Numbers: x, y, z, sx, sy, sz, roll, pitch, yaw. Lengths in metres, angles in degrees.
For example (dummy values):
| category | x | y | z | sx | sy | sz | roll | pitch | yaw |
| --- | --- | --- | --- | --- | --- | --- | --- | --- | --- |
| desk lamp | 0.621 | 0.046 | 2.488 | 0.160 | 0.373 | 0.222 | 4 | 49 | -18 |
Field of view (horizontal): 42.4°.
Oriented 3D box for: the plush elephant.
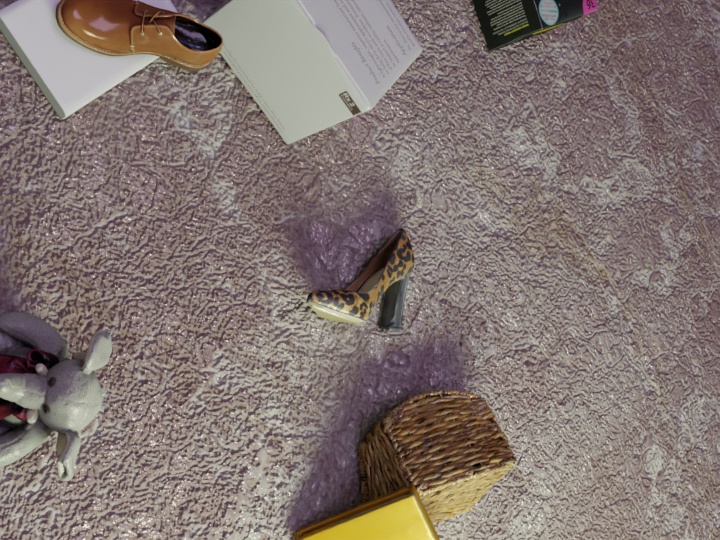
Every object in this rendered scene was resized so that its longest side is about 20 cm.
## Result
| category | x | y | z | sx | sy | sz | roll | pitch | yaw |
| --- | --- | --- | --- | --- | --- | --- | --- | --- | --- |
| plush elephant | -0.333 | 0.126 | 0.956 | 0.197 | 0.154 | 0.168 | 15 | 76 | -33 |

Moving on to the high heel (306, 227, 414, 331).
| category | x | y | z | sx | sy | sz | roll | pitch | yaw |
| --- | --- | --- | --- | --- | --- | --- | --- | --- | --- |
| high heel | 0.000 | 0.000 | 1.256 | 0.198 | 0.070 | 0.146 | 14 | 83 | -50 |

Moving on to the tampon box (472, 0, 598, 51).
| category | x | y | z | sx | sy | sz | roll | pitch | yaw |
| --- | --- | --- | --- | --- | --- | --- | --- | --- | --- |
| tampon box | 0.260 | -0.476 | 1.468 | 0.148 | 0.125 | 0.203 | -26 | 100 | -34 |

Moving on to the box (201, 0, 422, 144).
| category | x | y | z | sx | sy | sz | roll | pitch | yaw |
| --- | --- | --- | --- | --- | --- | --- | --- | --- | --- |
| box | -0.064 | -0.295 | 1.172 | 0.200 | 0.198 | 0.131 | 53 | 57 | -19 |

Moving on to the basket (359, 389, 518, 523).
| category | x | y | z | sx | sy | sz | roll | pitch | yaw |
| --- | --- | --- | --- | --- | --- | --- | --- | --- | --- |
| basket | 0.091 | 0.266 | 1.304 | 0.197 | 0.150 | 0.144 | -8 | 56 | -36 |

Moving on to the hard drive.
| category | x | y | z | sx | sy | sz | roll | pitch | yaw |
| --- | --- | --- | --- | --- | --- | --- | --- | --- | --- |
| hard drive | -0.311 | -0.288 | 1.098 | 0.200 | 0.026 | 0.133 | -43 | 109 | -31 |

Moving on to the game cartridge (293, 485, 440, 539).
| category | x | y | z | sx | sy | sz | roll | pitch | yaw |
| --- | --- | --- | --- | --- | --- | --- | --- | --- | --- |
| game cartridge | 0.032 | 0.396 | 1.199 | 0.174 | 0.033 | 0.203 | -23 | 104 | 11 |

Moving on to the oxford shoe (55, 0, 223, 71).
| category | x | y | z | sx | sy | sz | roll | pitch | yaw |
| --- | --- | --- | --- | --- | --- | --- | --- | --- | --- |
| oxford shoe | -0.252 | -0.287 | 1.083 | 0.197 | 0.071 | 0.073 | 4 | 84 | -34 |
